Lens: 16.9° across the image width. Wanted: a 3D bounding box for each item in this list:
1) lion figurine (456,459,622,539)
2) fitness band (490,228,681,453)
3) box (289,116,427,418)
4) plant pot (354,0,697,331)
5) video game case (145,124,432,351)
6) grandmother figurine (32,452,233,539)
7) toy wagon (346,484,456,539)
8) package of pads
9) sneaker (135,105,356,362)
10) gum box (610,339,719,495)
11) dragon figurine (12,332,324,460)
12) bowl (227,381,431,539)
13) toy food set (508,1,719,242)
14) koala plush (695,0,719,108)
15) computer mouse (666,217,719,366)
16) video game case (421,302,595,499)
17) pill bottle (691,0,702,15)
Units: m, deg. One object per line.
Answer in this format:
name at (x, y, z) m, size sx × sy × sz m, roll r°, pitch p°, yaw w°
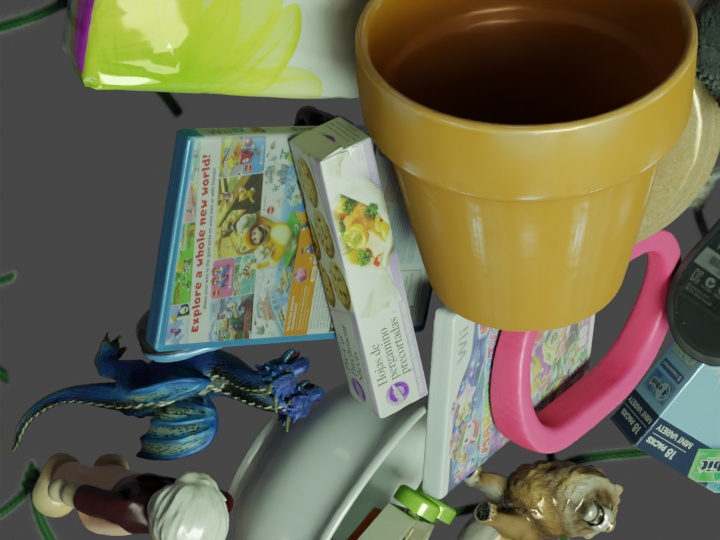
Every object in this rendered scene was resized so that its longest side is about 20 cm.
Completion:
lion figurine at (0.092, 0.205, 1.777) m, size 0.200 × 0.073 × 0.122 m, roll -42°, pitch 141°, yaw 21°
fitness band at (0.158, 0.043, 1.666) m, size 0.200 × 0.037 × 0.144 m, roll -33°, pitch 134°, yaw -44°
box at (0.000, 0.000, 1.525) m, size 0.039 × 0.041 × 0.200 m, roll -26°, pitch 126°, yaw -19°
plant pot at (0.101, -0.071, 1.473) m, size 0.200 × 0.200 × 0.183 m, roll -16°, pitch 131°, yaw -15°
video game case at (-0.034, -0.023, 1.529) m, size 0.200 × 0.018 × 0.143 m, roll -3°, pitch 116°, yaw -32°
grandmother figurine at (-0.136, 0.150, 1.549) m, size 0.121 × 0.200 × 0.061 m, roll -6°, pitch 95°, yaw -25°
toy wagon at (-0.001, 0.213, 1.611) m, size 0.155 × 0.040 × 0.200 m, roll -58°, pitch 167°, yaw -1°
package of pads at (-0.074, -0.180, 1.462) m, size 0.200 × 0.068 × 0.155 m, roll -1°, pitch 119°, yaw -24°
sneaker at (-0.077, -0.026, 1.557) m, size 0.200 × 0.071 × 0.083 m, roll -48°, pitch 123°, yaw 0°
gum box at (0.310, 0.076, 1.805) m, size 0.170 × 0.045 × 0.200 m, roll 30°, pitch 103°, yaw -35°
dragon figurine at (-0.126, 0.082, 1.575) m, size 0.200 × 0.099 × 0.059 m, roll -17°, pitch 124°, yaw -15°
bowl at (-0.028, 0.147, 1.640) m, size 0.201 × 0.090 × 0.201 m, roll -54°, pitch 166°, yaw -20°
toy food set at (0.134, -0.101, 1.574) m, size 0.200 × 0.049 × 0.198 m, roll 25°, pitch 115°, yaw -3°
koala plush at (0.329, -0.137, 1.496) m, size 0.200 × 0.184 × 0.178 m, roll -7°, pitch 105°, yaw -32°
computer mouse at (0.297, -0.015, 1.705) m, size 0.200 × 0.138 × 0.053 m, roll -51°, pitch 163°, yaw 5°
video game case at (0.106, 0.050, 1.645) m, size 0.200 × 0.018 × 0.143 m, roll -35°, pitch 137°, yaw -47°
pill bottle at (0.291, -0.187, 1.596) m, size 0.113 × 0.113 × 0.200 m, roll 17°, pitch 111°, yaw -31°
